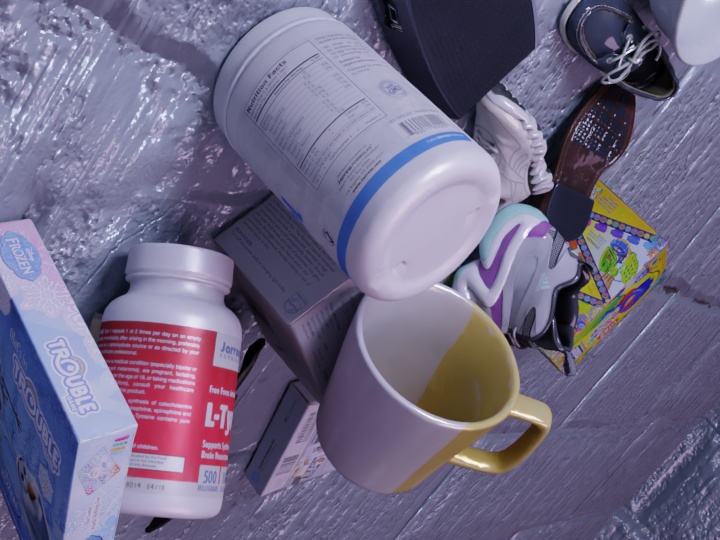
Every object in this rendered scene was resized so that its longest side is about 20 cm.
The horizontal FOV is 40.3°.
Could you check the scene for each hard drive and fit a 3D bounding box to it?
[{"bbox_3d":[0.088,-0.216,0.826,0.135,0.042,0.200,-43,150,-2],"label":"hard drive"}]

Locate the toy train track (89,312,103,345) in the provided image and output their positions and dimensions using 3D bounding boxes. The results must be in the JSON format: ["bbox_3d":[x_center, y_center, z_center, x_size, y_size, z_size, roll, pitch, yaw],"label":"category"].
[{"bbox_3d":[-0.243,0.124,0.851,0.114,0.033,0.201,18,111,-9],"label":"toy train track"}]

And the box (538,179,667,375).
[{"bbox_3d":[0.274,0.014,1.236,0.193,0.122,0.200,-45,160,4],"label":"box"}]

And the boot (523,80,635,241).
[{"bbox_3d":[0.240,-0.126,1.118,0.201,0.074,0.097,-63,-164,-8],"label":"boot"}]

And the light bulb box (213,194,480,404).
[{"bbox_3d":[0.000,0.000,0.910,0.199,0.125,0.199,-37,149,-13],"label":"light bulb box"}]

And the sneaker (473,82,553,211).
[{"bbox_3d":[0.143,-0.117,0.995,0.081,0.075,0.200,-33,150,1],"label":"sneaker"}]

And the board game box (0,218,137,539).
[{"bbox_3d":[-0.226,0.104,0.693,0.043,0.200,0.200,-11,137,-35],"label":"board game box"}]

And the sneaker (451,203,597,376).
[{"bbox_3d":[0.133,0.056,0.875,0.077,0.140,0.201,-3,130,-51],"label":"sneaker"}]

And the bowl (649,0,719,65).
[{"bbox_3d":[0.353,-0.313,0.976,0.200,0.090,0.202,-31,147,-22],"label":"bowl"}]

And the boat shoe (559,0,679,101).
[{"bbox_3d":[0.272,-0.225,1.011,0.075,0.062,0.199,-45,145,16],"label":"boat shoe"}]

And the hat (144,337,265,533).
[{"bbox_3d":[-0.167,0.133,0.894,0.202,0.080,0.201,-58,-173,11],"label":"hat"}]

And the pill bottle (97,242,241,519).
[{"bbox_3d":[-0.152,0.086,0.767,0.112,0.111,0.202,23,70,-58],"label":"pill bottle"}]

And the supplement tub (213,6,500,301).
[{"bbox_3d":[-0.005,-0.087,0.720,0.131,0.200,0.133,-29,147,-22],"label":"supplement tub"}]

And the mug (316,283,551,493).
[{"bbox_3d":[0.047,0.124,0.834,0.149,0.186,0.154,-34,162,-48],"label":"mug"}]

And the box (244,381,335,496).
[{"bbox_3d":[-0.030,0.186,1.195,0.199,0.041,0.157,-7,135,-45],"label":"box"}]
